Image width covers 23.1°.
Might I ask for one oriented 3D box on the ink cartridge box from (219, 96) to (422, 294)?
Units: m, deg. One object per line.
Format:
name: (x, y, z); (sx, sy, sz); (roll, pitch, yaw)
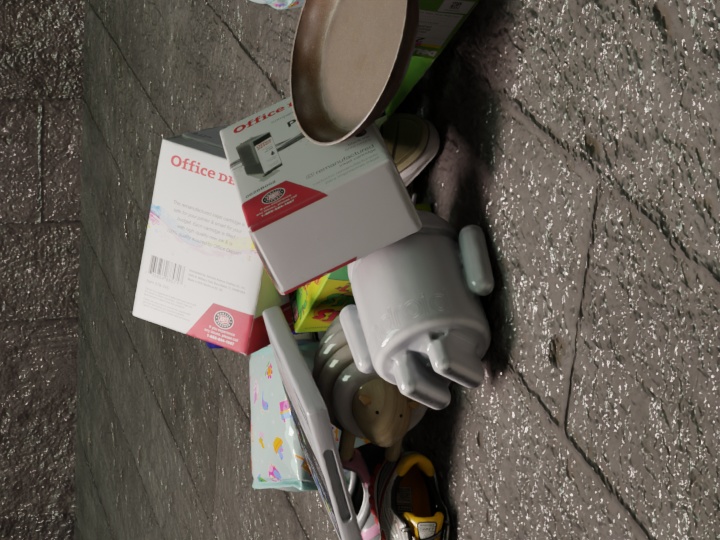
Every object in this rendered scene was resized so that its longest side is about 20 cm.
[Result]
ink cartridge box: (-0.042, -0.087, 1.637); (0.083, 0.146, 0.200); (63, -178, -33)

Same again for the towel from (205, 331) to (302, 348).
towel: (-0.098, 0.001, 1.983); (0.050, 0.198, 0.149); (-28, -73, -65)

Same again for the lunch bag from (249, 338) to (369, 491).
lunch bag: (-0.068, 0.165, 2.010); (0.200, 0.121, 0.172); (166, 99, -66)

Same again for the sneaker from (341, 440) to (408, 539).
sneaker: (0.007, 0.276, 1.851); (0.070, 0.081, 0.202); (-150, 59, -68)

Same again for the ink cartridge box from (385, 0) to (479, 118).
ink cartridge box: (0.026, -0.260, 1.670); (0.200, 0.075, 0.149); (-51, 44, 49)

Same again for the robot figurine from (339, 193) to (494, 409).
robot figurine: (0.053, 0.026, 1.623); (0.169, 0.113, 0.201); (-33, 52, 22)

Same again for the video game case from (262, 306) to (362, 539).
video game case: (-0.046, 0.158, 1.748); (0.200, 0.023, 0.183); (-120, 14, -58)

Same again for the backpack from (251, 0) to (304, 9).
backpack: (-0.077, -0.388, 1.937); (0.167, 0.126, 0.202); (175, 88, -69)

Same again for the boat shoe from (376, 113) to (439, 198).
boat shoe: (0.021, -0.096, 1.770); (0.199, 0.068, 0.075); (-27, 48, 48)

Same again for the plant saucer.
plant saucer: (-0.002, -0.208, 1.579); (0.200, 0.032, 0.202); (-29, 55, 52)

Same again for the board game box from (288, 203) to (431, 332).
board game box: (0.000, 0.000, 1.800); (0.200, 0.101, 0.048); (121, 141, -60)

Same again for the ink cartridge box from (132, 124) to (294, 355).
ink cartridge box: (-0.135, -0.038, 1.883); (0.144, 0.144, 0.202); (-26, -49, -64)

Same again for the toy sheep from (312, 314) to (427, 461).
toy sheep: (0.012, 0.102, 1.743); (0.201, 0.137, 0.139); (-109, 23, -55)

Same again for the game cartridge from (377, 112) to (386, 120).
game cartridge: (-0.005, -0.232, 1.814); (0.130, 0.038, 0.201); (76, -178, -63)

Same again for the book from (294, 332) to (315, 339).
book: (-0.087, 0.126, 2.182); (0.134, 0.048, 0.202); (130, 135, -68)

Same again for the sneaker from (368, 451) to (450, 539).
sneaker: (0.050, 0.274, 1.730); (0.082, 0.077, 0.202); (131, 133, -63)
